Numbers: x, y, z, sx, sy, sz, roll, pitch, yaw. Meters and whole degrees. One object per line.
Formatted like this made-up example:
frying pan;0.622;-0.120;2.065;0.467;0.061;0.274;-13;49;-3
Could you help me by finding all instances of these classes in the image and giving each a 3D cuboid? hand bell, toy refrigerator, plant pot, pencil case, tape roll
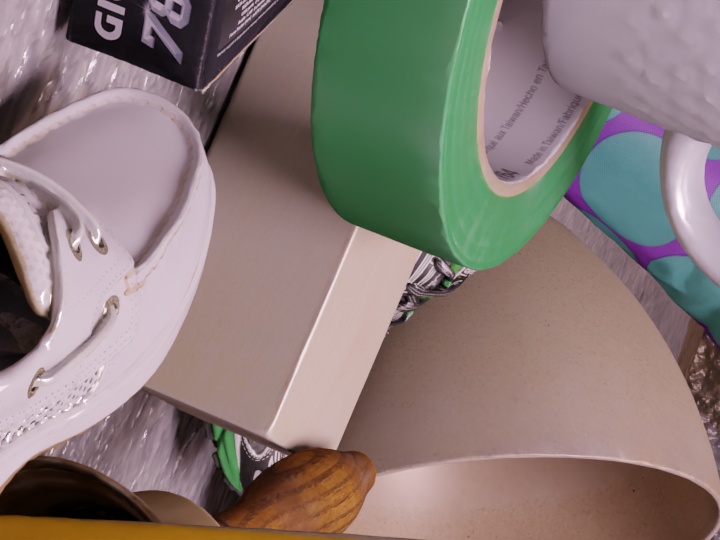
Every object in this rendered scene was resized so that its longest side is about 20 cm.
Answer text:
hand bell;-0.046;0.089;0.886;0.200;0.104;0.105;-19;131;-62
toy refrigerator;-0.012;-0.039;0.978;0.201;0.070;0.076;-67;161;-5
plant pot;0.047;0.050;1.177;0.201;0.199;0.135;82;3;-67
pencil case;0.114;-0.051;1.194;0.093;0.200;0.085;-51;178;32
tape roll;0.051;-0.102;0.902;0.201;0.048;0.201;-53;155;-39

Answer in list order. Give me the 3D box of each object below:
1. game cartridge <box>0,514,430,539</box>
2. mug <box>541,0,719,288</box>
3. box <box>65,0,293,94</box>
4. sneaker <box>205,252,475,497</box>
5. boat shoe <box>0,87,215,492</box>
game cartridge;-0.072;0.147;0.766;0.032;0.199;0.177;-116;-145;-54
mug;0.160;-0.076;0.887;0.148;0.174;0.201;-31;139;-60
box;-0.007;-0.180;0.788;0.200;0.049;0.199;-51;159;-53
sneaker;0.000;0.000;1.055;0.078;0.085;0.201;-3;115;-77
boat shoe;-0.091;0.005;0.688;0.200;0.070;0.070;-54;164;-46
